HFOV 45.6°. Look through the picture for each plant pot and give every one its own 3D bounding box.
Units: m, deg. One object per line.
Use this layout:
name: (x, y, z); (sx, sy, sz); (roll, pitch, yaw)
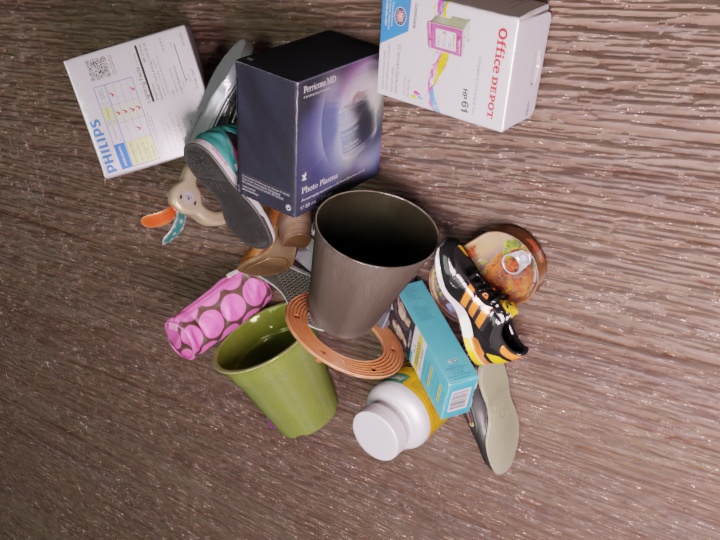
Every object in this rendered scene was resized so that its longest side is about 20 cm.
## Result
plant pot: (-0.132, 0.190, 1.528); (0.199, 0.200, 0.191); (-2, 124, 42)

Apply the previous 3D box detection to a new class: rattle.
rattle: (-0.247, -0.122, 1.421); (0.142, 0.200, 0.131); (12, 121, 36)

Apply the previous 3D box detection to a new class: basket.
basket: (0.000, 0.000, 1.250); (0.200, 0.179, 0.137); (113, 155, -50)

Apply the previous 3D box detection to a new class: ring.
ring: (-0.026, 0.102, 1.322); (0.200, 0.200, 0.019); (38, 117, 19)

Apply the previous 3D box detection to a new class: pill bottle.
pill bottle: (0.080, 0.202, 1.318); (0.112, 0.200, 0.113); (21, 126, 31)

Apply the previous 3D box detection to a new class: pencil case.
pencil case: (-0.258, 0.069, 1.542); (0.090, 0.200, 0.094); (30, 146, 30)

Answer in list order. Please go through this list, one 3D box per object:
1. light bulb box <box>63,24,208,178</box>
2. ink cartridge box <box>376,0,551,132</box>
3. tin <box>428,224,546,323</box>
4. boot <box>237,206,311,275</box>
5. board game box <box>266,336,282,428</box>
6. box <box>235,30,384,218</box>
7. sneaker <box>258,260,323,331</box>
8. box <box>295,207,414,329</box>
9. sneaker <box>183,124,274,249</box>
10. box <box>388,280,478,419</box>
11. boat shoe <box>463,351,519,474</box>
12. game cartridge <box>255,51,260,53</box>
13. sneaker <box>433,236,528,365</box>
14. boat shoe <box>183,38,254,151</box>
light bulb box: (-0.346, -0.278, 1.401); (0.125, 0.199, 0.199); (-114, 7, -73)
ink cartridge box: (0.126, -0.278, 1.086); (0.199, 0.085, 0.145); (23, 127, 29)
tin: (0.181, 0.007, 1.235); (0.200, 0.042, 0.112); (-31, 95, 47)
boot: (-0.145, -0.088, 1.402); (0.200, 0.076, 0.156); (-41, 49, 51)
board game box: (-0.163, 0.216, 1.666); (0.119, 0.032, 0.201); (-7, 108, 39)
box: (-0.068, -0.211, 1.213); (0.123, 0.200, 0.200); (24, 128, 30)
sneaker: (-0.097, 0.026, 1.464); (0.200, 0.085, 0.073); (43, 105, 22)
box: (-0.004, -0.027, 1.371); (0.200, 0.048, 0.159); (39, 133, 19)
sneaker: (-0.176, -0.140, 1.300); (0.083, 0.121, 0.201); (-9, 125, 35)
box: (0.105, 0.114, 1.271); (0.083, 0.049, 0.200); (97, 154, -43)
boat shoe: (0.196, 0.217, 1.320); (0.063, 0.073, 0.203); (8, 117, 49)
game cartridge: (-0.143, -0.232, 1.336); (0.129, 0.038, 0.201); (33, 119, 52)
sneaker: (0.174, 0.039, 1.191); (0.090, 0.070, 0.201); (-8, 112, 38)
boat shoe: (-0.207, -0.259, 1.340); (0.201, 0.071, 0.072); (-61, 30, 9)
